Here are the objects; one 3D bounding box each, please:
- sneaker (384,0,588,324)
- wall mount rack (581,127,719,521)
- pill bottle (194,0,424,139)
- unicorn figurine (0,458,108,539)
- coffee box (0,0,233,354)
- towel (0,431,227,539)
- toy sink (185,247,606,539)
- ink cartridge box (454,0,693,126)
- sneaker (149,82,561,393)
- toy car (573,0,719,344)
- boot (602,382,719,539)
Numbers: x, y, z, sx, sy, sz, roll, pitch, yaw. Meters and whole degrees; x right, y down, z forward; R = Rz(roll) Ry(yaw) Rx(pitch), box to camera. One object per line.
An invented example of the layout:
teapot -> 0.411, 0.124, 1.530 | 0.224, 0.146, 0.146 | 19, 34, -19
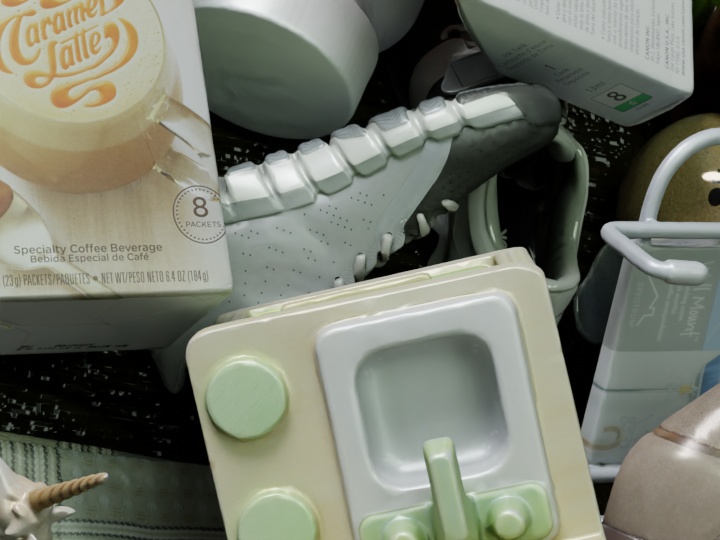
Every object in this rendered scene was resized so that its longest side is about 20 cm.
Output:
sneaker -> 0.065, -0.065, 1.041 | 0.074, 0.089, 0.201 | -3, 71, -24
wall mount rack -> 0.170, 0.046, 0.995 | 0.173, 0.075, 0.201 | 0, 112, -28
pill bottle -> -0.012, -0.163, 1.027 | 0.109, 0.110, 0.201 | 28, 62, -13
unicorn figurine -> -0.201, 0.089, 0.853 | 0.200, 0.074, 0.137 | -40, 80, 1
coffee box -> -0.126, -0.074, 0.900 | 0.114, 0.080, 0.201 | -2, 73, -25
towel -> -0.117, 0.154, 0.902 | 0.199, 0.035, 0.193 | 9, 67, -21
toy sink -> 0.013, 0.059, 0.845 | 0.130, 0.200, 0.113 | -13, 96, 3
ink cartridge box -> 0.054, -0.166, 0.980 | 0.199, 0.050, 0.162 | 19, 61, -30
sneaker -> 0.000, 0.000, 0.974 | 0.199, 0.075, 0.116 | -18, 90, 4
toy car -> 0.174, -0.034, 1.052 | 0.164, 0.158, 0.200 | 35, 72, -18
boot -> 0.191, 0.123, 0.916 | 0.200, 0.070, 0.146 | 38, 91, 8
